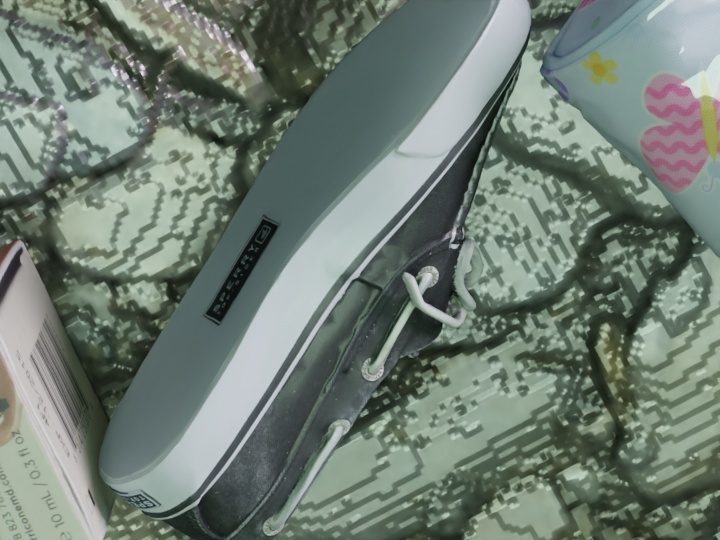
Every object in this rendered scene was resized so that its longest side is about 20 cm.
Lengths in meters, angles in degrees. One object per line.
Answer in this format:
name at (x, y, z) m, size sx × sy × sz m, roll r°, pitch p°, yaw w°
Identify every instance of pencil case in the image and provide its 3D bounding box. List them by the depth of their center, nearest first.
pencil case at (0.150, -0.028, 0.865) m, size 0.200 × 0.083 × 0.091 m, roll 43°, pitch 114°, yaw -11°

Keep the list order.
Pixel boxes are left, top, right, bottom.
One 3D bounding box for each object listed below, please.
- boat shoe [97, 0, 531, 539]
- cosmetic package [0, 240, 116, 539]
boat shoe at (0.001, 0.001, 0.875) m, size 0.068 × 0.074 × 0.200 m, roll 34°, pitch 86°, yaw -28°
cosmetic package at (-0.184, 0.075, 0.883) m, size 0.200 × 0.103 × 0.087 m, roll -24°, pitch 103°, yaw 4°
